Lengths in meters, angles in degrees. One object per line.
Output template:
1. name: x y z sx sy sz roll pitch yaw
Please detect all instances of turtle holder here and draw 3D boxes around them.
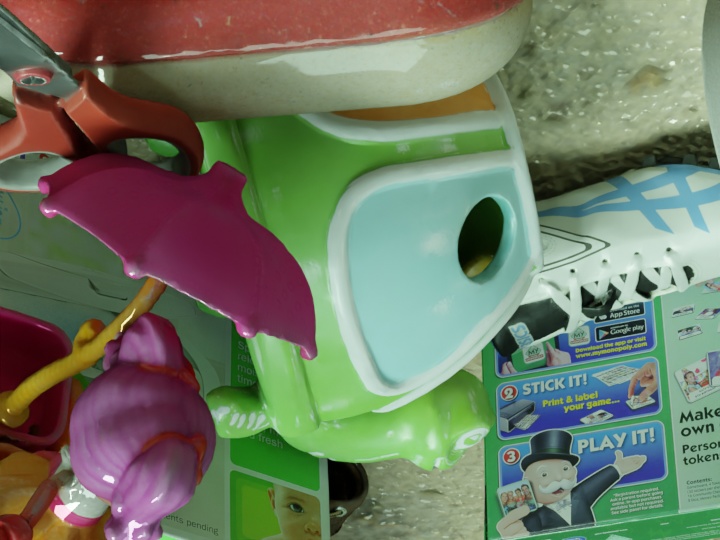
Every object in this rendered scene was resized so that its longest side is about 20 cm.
1. turtle holder: 0.000 -0.002 0.734 0.131 0.186 0.141 -15 -173 -2

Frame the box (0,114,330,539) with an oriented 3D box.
1. box: -0.120 0.046 0.804 0.200 0.177 0.097 22 136 -27

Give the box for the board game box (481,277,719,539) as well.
1. board game box: 0.149 0.045 0.833 0.200 0.135 0.029 -11 144 18

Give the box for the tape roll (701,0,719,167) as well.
1. tape roll: 0.186 -0.022 0.678 0.037 0.203 0.203 -26 137 33

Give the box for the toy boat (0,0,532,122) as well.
1. toy boat: -0.043 -0.124 0.631 0.200 0.131 0.131 -4 115 6

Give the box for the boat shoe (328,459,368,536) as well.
1. boat shoe: -0.079 0.086 0.959 0.075 0.075 0.202 -29 148 37

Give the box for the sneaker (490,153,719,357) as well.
1. sneaker: 0.089 -0.001 0.820 0.200 0.073 0.072 -8 154 15

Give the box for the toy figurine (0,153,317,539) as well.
1. toy figurine: -0.089 0.051 0.611 0.150 0.200 0.184 21 138 -28

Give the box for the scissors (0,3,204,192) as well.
1. scissors: -0.081 -0.054 0.554 0.073 0.014 0.200 0 164 -4
